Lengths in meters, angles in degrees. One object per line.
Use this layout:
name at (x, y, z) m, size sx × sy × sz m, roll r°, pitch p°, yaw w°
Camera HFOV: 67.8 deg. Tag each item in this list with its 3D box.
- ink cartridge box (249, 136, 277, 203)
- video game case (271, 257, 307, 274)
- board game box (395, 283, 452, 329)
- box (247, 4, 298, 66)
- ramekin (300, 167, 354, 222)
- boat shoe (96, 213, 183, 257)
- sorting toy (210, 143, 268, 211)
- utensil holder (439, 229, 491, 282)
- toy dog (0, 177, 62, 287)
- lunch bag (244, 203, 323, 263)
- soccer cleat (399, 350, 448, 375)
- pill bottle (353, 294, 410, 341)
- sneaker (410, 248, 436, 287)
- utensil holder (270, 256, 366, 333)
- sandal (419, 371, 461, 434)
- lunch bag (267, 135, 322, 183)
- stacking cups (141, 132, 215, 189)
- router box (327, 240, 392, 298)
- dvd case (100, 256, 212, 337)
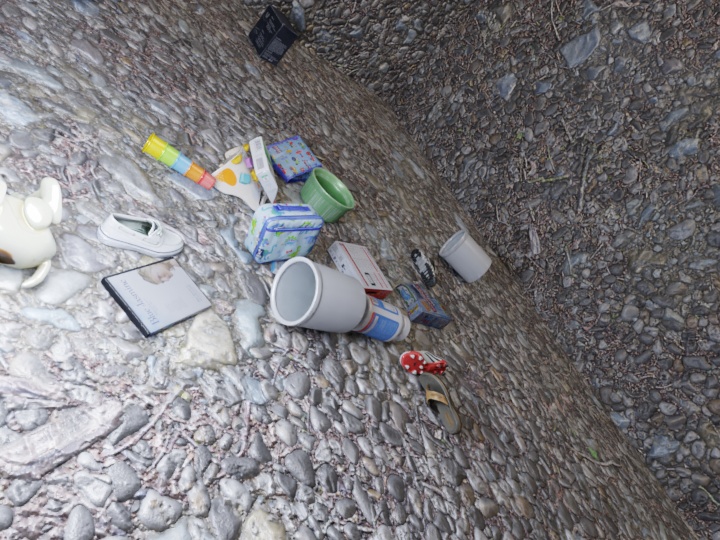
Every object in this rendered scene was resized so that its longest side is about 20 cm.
ink cartridge box at (-0.279, -0.286, 1.661) m, size 0.201 × 0.050 × 0.162 m, roll 65°, pitch 4°, yaw -52°
video game case at (-0.175, 0.001, 1.555) m, size 0.199 × 0.018 × 0.144 m, roll 32°, pitch 28°, yaw -30°
board game box at (0.223, 0.123, 1.965) m, size 0.199 × 0.062 × 0.201 m, roll 4°, pitch 48°, yaw -58°
box at (-0.443, -1.187, 2.708) m, size 0.117 × 0.200 × 0.198 m, roll 14°, pitch 40°, yaw -49°
ramekin at (-0.125, -0.269, 1.950) m, size 0.199 × 0.098 × 0.201 m, roll 37°, pitch 26°, yaw -21°
boat shoe at (-0.457, -0.076, 1.151) m, size 0.199 × 0.067 × 0.074 m, roll 3°, pitch 48°, yaw -57°
sorting toy at (-0.345, -0.271, 1.629) m, size 0.181 × 0.106 × 0.201 m, roll 57°, pitch 18°, yaw -27°
utensil holder at (0.505, -0.066, 2.572) m, size 0.200 × 0.170 × 0.170 m, roll 45°, pitch 24°, yaw -9°
toy dog at (-0.604, -0.064, 0.847) m, size 0.199 × 0.138 × 0.197 m, roll -8°, pitch 95°, yaw -63°
lunch bag at (-0.206, -0.105, 1.456) m, size 0.199 × 0.162 × 0.083 m, roll -5°, pitch 45°, yaw -44°
soccer cleat at (0.188, 0.281, 1.671) m, size 0.198 × 0.069 × 0.085 m, roll 15°, pitch 13°, yaw -36°
pill bottle at (0.056, 0.148, 1.594) m, size 0.199 × 0.112 × 0.113 m, roll 25°, pitch 31°, yaw -40°
sneaker at (0.286, -0.007, 2.260) m, size 0.090 × 0.067 × 0.201 m, roll 20°, pitch 33°, yaw -41°
utensil holder at (-0.103, 0.071, 1.384) m, size 0.199 × 0.170 × 0.171 m, roll 19°, pitch 36°, yaw -48°
sandal at (0.226, 0.389, 1.571) m, size 0.054 × 0.082 × 0.202 m, roll -8°, pitch 62°, yaw -35°
lunch bag at (-0.260, -0.399, 1.959) m, size 0.151 × 0.094 × 0.200 m, roll 52°, pitch 34°, yaw 5°
stacking cups at (-0.482, -0.288, 1.442) m, size 0.199 × 0.060 × 0.061 m, roll 33°, pitch 27°, yaw -30°
router box at (0.000, 0.000, 1.803) m, size 0.179 × 0.049 × 0.201 m, roll 9°, pitch 44°, yaw -54°
dvd case at (-0.410, 0.048, 1.097) m, size 0.143 × 0.018 × 0.200 m, roll 49°, pitch 25°, yaw 4°
